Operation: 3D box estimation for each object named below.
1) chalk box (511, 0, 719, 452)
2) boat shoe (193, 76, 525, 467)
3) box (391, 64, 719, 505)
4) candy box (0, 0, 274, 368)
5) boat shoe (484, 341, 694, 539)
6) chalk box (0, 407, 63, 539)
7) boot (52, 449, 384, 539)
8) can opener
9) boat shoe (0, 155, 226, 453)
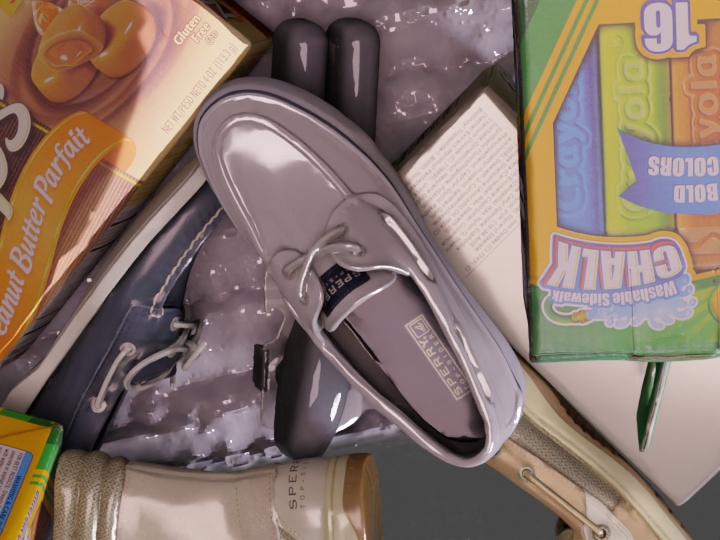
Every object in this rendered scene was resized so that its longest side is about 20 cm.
[{"bbox_3d":[0.128,-0.029,1.154,0.123,0.125,0.201,-3,101,3],"label":"chalk box"},{"bbox_3d":[0.000,0.000,1.201,0.074,0.065,0.200,-43,94,17],"label":"boat shoe"},{"bbox_3d":[0.102,0.005,1.260,0.082,0.068,0.200,-43,96,13],"label":"box"},{"bbox_3d":[-0.147,-0.066,1.267,0.115,0.055,0.200,41,104,4],"label":"candy box"},{"bbox_3d":[0.087,0.096,1.273,0.063,0.073,0.201,-45,97,1],"label":"boat shoe"},{"bbox_3d":[-0.215,0.161,1.275,0.123,0.125,0.201,14,139,4],"label":"chalk box"},{"bbox_3d":[-0.066,0.164,1.290,0.154,0.072,0.201,2,128,5],"label":"boot"},{"bbox_3d":[-0.015,-0.014,1.269,0.052,0.066,0.201,-3,101,-25],"label":"can opener"},{"bbox_3d":[-0.109,0.035,1.282,0.062,0.075,0.200,36,105,-2],"label":"boat shoe"}]
